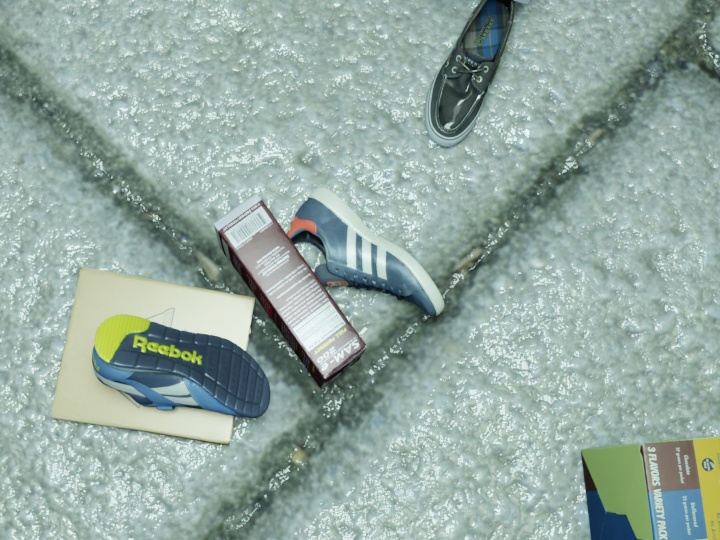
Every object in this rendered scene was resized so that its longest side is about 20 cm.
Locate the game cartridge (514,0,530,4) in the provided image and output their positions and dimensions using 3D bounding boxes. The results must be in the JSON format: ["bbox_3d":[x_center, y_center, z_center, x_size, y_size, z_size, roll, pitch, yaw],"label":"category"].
[{"bbox_3d":[0.162,-0.415,1.166,0.127,0.039,0.203,19,59,-4],"label":"game cartridge"}]

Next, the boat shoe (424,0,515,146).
[{"bbox_3d":[0.133,-0.244,1.140,0.069,0.066,0.202,28,77,2],"label":"boat shoe"}]

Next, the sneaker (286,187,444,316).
[{"bbox_3d":[0.000,0.000,1.079,0.199,0.075,0.085,39,77,15],"label":"sneaker"}]

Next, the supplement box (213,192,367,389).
[{"bbox_3d":[-0.076,0.025,1.048,0.060,0.109,0.201,-35,83,-11],"label":"supplement box"}]

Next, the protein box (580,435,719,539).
[{"bbox_3d":[0.354,0.239,0.986,0.196,0.199,0.138,-4,78,-5],"label":"protein box"}]

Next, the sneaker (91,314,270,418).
[{"bbox_3d":[-0.190,0.109,1.024,0.197,0.082,0.075,23,49,-17],"label":"sneaker"}]

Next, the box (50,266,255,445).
[{"bbox_3d":[-0.225,0.095,1.067,0.196,0.021,0.167,10,78,-3],"label":"box"}]
